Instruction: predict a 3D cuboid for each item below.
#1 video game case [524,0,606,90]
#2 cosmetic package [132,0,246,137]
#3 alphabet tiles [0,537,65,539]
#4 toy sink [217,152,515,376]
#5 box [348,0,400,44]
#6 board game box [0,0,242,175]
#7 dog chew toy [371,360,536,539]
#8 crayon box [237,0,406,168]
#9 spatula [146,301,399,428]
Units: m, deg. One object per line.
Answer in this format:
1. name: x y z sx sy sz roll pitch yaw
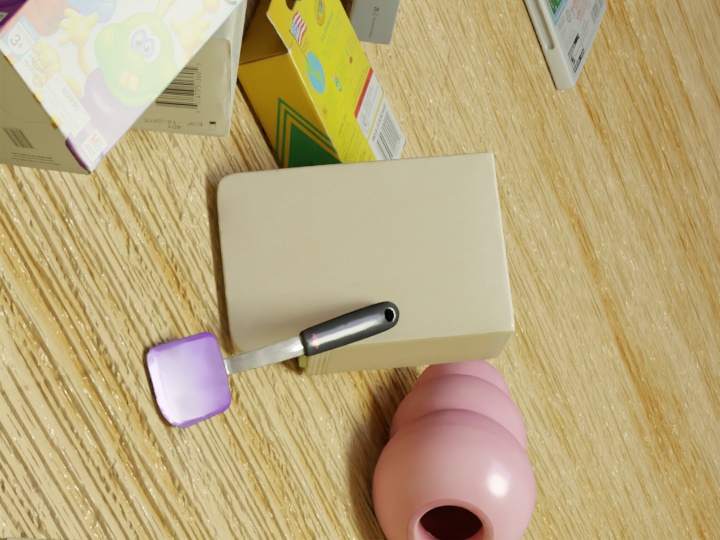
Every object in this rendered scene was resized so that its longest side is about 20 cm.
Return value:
1. video game case: 0.202 -0.310 2.446 0.183 0.024 0.200 67 26 -24
2. cosmetic package: -0.110 -0.198 1.563 0.106 0.070 0.201 95 -1 -53
3. alphabet tiles: -0.160 0.238 1.353 0.200 0.007 0.169 15 65 -64
4. toy sink: 0.000 0.000 1.681 0.112 0.198 0.131 107 -23 -76
5. box: 0.023 -0.310 1.916 0.156 0.041 0.201 104 -9 -54
6. board game box: -0.149 -0.163 1.347 0.200 0.104 0.103 -52 126 -25
7. dog chew toy: 0.074 0.137 1.811 0.201 0.124 0.125 -81 150 -56
8. crayon box: -0.035 -0.138 1.776 0.127 0.050 0.201 -71 143 -51
9. spatula: -0.054 0.054 1.562 0.199 0.021 0.057 -17 95 -30
